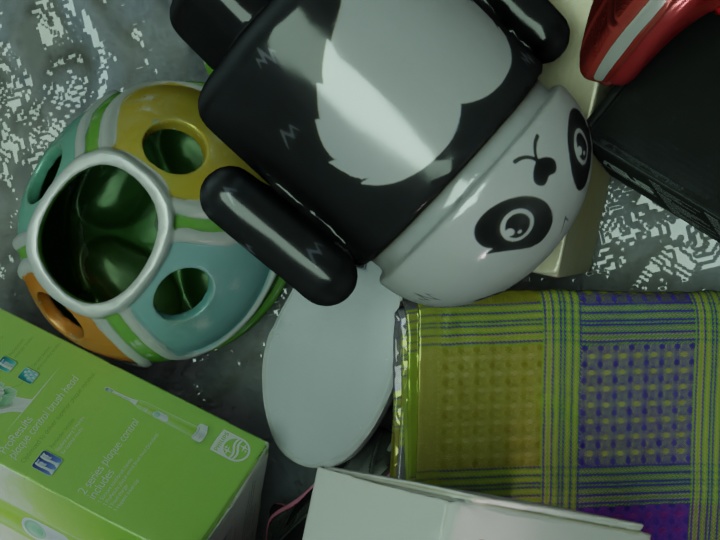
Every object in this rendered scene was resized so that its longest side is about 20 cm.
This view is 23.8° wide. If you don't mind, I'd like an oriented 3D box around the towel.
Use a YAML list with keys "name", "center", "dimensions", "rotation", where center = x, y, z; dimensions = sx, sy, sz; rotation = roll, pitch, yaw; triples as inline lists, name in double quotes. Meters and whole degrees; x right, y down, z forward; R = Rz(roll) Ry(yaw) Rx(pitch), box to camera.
- name: "towel"
  center: [0.108, 0.079, 0.829]
  dimensions: [0.199, 0.023, 0.144]
  rotation: [-2, 97, -13]

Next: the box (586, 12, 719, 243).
- name: "box"
  center: [0.227, -0.082, 0.743]
  dimensions: [0.193, 0.048, 0.200]
  rotation: [-48, 50, -4]

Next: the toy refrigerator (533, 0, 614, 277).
- name: "toy refrigerator"
  center: [0.092, -0.104, 0.837]
  dimensions: [0.076, 0.070, 0.201]
  rotation: [13, 97, 21]

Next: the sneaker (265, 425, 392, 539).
- name: "sneaker"
  center: [-0.025, 0.165, 0.882]
  dimensions: [0.095, 0.079, 0.200]
  rotation: [35, 92, 44]

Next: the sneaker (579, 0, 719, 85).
- name: "sneaker"
  center: [0.185, -0.133, 0.724]
  dimensions: [0.115, 0.079, 0.200]
  rotation: [28, 133, -11]

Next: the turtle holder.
- name: "turtle holder"
  center: [-0.091, -0.032, 0.860]
  dimensions: [0.185, 0.132, 0.141]
  rotation: [-28, 86, 16]

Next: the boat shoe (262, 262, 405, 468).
- name: "boat shoe"
  center: [0.000, 0.000, 0.868]
  dimensions: [0.071, 0.070, 0.201]
  rotation: [10, 96, 16]

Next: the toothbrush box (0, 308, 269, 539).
- name: "toothbrush box"
  center: [-0.158, 0.115, 0.880]
  dimensions: [0.199, 0.086, 0.146]
  rotation: [27, 139, 12]

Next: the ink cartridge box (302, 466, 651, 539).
- name: "ink cartridge box"
  center: [0.036, 0.193, 0.731]
  dimensions: [0.083, 0.146, 0.201]
  rotation: [8, 83, 44]

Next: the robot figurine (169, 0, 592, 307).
- name: "robot figurine"
  center: [0.010, -0.075, 0.752]
  dimensions: [0.200, 0.125, 0.150]
  rotation: [43, 112, -3]
